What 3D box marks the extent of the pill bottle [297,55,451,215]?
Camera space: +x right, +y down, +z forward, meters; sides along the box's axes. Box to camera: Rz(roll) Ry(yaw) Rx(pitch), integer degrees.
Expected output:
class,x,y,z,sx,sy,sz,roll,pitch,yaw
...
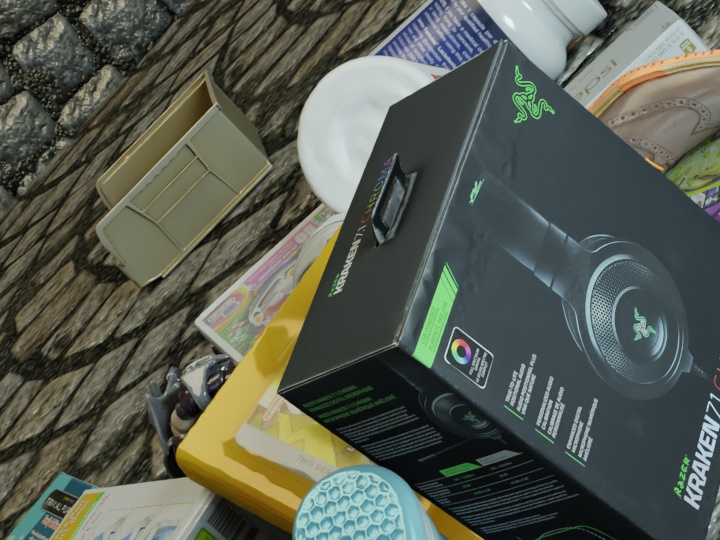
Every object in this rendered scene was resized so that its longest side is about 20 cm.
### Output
class,x,y,z,sx,sy,sz,roll,pitch,yaw
pill bottle,0.039,-0.088,1.259,0.111,0.111,0.200,-41,-11,16

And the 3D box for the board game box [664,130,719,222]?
class,x,y,z,sx,sy,sz,roll,pitch,yaw
board game box,0.213,-0.052,1.002,0.120,0.032,0.200,-40,18,11

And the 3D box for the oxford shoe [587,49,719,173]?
class,x,y,z,sx,sy,sz,roll,pitch,yaw
oxford shoe,0.155,-0.060,1.044,0.199,0.071,0.073,-30,53,35

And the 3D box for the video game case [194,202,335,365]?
class,x,y,z,sx,sy,sz,roll,pitch,yaw
video game case,-0.017,0.030,1.240,0.143,0.018,0.200,-42,37,-9

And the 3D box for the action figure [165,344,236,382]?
class,x,y,z,sx,sy,sz,roll,pitch,yaw
action figure,-0.049,0.056,1.313,0.199,0.069,0.130,-24,23,45

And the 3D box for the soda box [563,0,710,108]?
class,x,y,z,sx,sy,sz,roll,pitch,yaw
soda box,0.143,-0.074,1.148,0.200,0.068,0.064,-43,17,11

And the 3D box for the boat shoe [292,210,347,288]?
class,x,y,z,sx,sy,sz,roll,pitch,yaw
boat shoe,0.000,0.000,1.134,0.065,0.074,0.200,-36,4,-31

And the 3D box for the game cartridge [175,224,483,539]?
class,x,y,z,sx,sy,sz,roll,pitch,yaw
game cartridge,0.026,0.074,0.965,0.199,0.033,0.177,21,64,32

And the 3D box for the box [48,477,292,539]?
class,x,y,z,sx,sy,sz,roll,pitch,yaw
box,-0.115,0.197,1.070,0.199,0.112,0.102,-15,35,56

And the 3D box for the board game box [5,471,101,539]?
class,x,y,z,sx,sy,sz,roll,pitch,yaw
board game box,-0.261,0.254,1.400,0.200,0.047,0.151,-51,18,-15

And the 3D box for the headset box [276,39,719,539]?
class,x,y,z,sx,sy,sz,roll,pitch,yaw
headset box,0.076,0.021,0.833,0.093,0.200,0.175,-25,35,49

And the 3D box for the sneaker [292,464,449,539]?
class,x,y,z,sx,sy,sz,roll,pitch,yaw
sneaker,0.034,0.196,0.809,0.079,0.131,0.202,-16,63,16

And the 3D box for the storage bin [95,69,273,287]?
class,x,y,z,sx,sy,sz,roll,pitch,yaw
storage bin,-0.200,-0.100,1.972,0.198,0.094,0.200,-44,18,5

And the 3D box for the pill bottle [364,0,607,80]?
class,x,y,z,sx,sy,sz,roll,pitch,yaw
pill bottle,0.087,-0.166,1.407,0.200,0.116,0.116,-42,18,15

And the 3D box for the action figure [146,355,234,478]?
class,x,y,z,sx,sy,sz,roll,pitch,yaw
action figure,-0.056,0.116,1.083,0.199,0.130,0.069,8,51,48
